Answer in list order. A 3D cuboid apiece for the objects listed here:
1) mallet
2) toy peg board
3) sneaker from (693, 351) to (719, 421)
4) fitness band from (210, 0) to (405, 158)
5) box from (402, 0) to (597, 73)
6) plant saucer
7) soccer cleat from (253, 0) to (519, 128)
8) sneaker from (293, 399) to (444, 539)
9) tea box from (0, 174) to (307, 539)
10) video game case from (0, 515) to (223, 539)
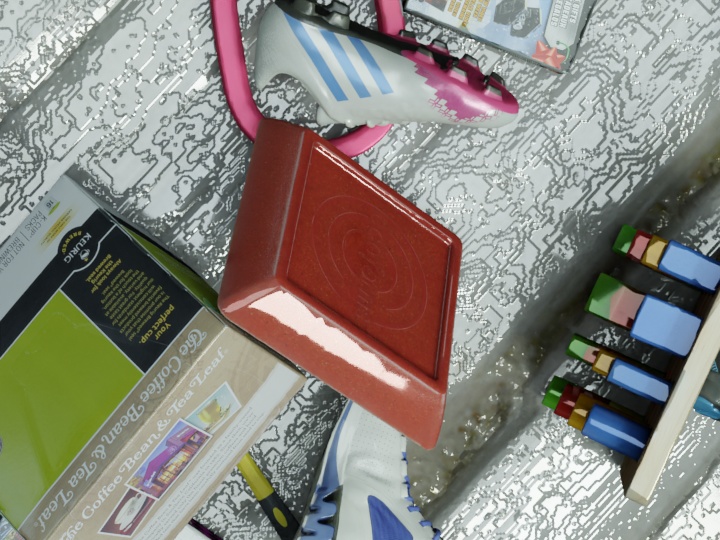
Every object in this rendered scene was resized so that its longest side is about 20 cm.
[{"bbox_3d":[-0.086,0.172,1.422,0.066,0.041,0.200,-26,102,-5],"label":"mallet"},{"bbox_3d":[0.208,0.055,1.371,0.098,0.199,0.201,24,93,7],"label":"toy peg board"},{"bbox_3d":[0.352,0.102,1.438,0.200,0.073,0.082,25,81,-22],"label":"sneaker"},{"bbox_3d":[-0.039,-0.180,1.391,0.143,0.037,0.201,-9,96,-3],"label":"fitness band"},{"bbox_3d":[0.129,-0.266,1.397,0.137,0.040,0.201,21,93,-7],"label":"box"},{"bbox_3d":[0.000,0.000,1.320,0.200,0.200,0.037,36,131,-25],"label":"plant saucer"},{"bbox_3d":[0.015,-0.136,1.355,0.199,0.070,0.087,23,111,-4],"label":"soccer cleat"},{"bbox_3d":[0.017,0.180,1.382,0.115,0.081,0.200,20,66,-2],"label":"sneaker"},{"bbox_3d":[-0.186,0.079,1.306,0.200,0.134,0.197,-49,58,1],"label":"tea box"},{"bbox_3d":[-0.202,0.251,1.414,0.200,0.036,0.182,35,90,-9],"label":"video game case"}]
